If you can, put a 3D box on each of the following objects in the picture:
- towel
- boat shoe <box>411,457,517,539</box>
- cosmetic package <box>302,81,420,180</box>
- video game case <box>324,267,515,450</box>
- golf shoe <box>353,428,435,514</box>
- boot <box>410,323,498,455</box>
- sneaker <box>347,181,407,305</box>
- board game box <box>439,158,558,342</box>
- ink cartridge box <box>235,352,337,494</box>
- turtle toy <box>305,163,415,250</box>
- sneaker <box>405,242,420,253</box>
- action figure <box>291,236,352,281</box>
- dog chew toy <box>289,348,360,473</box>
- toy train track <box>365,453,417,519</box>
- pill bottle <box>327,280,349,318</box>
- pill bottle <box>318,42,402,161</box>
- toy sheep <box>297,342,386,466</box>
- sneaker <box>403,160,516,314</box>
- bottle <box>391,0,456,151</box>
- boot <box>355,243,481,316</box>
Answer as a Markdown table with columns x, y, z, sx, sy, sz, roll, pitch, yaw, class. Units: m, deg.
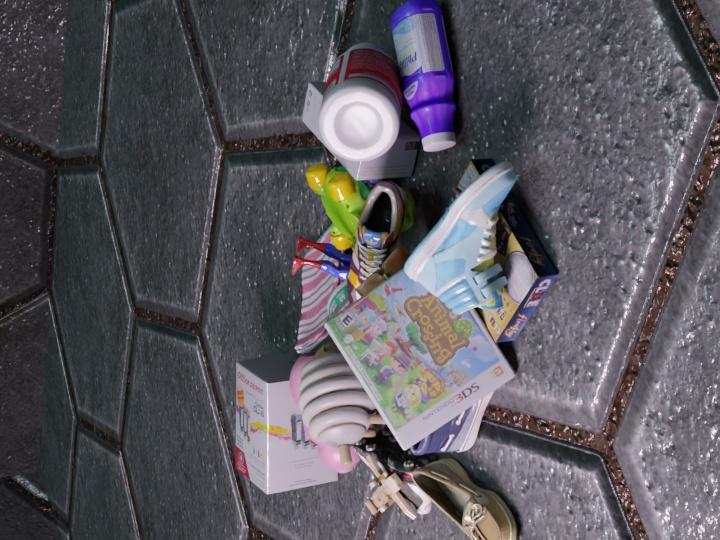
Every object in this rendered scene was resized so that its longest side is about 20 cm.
| x | y | z | sx | sy | sz | roll | pitch | yaw | class |
| --- | --- | --- | --- | --- | --- | --- | --- | --- | --- |
| -0.066 | 0.023 | 1.936 | 0.146 | 0.029 | 0.203 | 136 | 142 | -53 | towel |
| 0.145 | 0.329 | 1.622 | 0.201 | 0.062 | 0.074 | 43 | 131 | 51 | boat shoe |
| -0.002 | -0.214 | 1.762 | 0.200 | 0.100 | 0.075 | 53 | 139 | 46 | cosmetic package |
| 0.078 | 0.104 | 1.544 | 0.202 | 0.181 | 0.022 | 57 | -176 | 3 | video game case |
| 0.046 | 0.305 | 1.794 | 0.199 | 0.076 | 0.090 | 24 | 125 | 60 | golf shoe |
| 0.126 | 0.168 | 1.598 | 0.073 | 0.089 | 0.203 | 44 | 130 | 51 | boot |
| 0.017 | -0.025 | 1.634 | 0.090 | 0.074 | 0.204 | 4 | -85 | -78 | sneaker |
| 0.175 | -0.027 | 1.533 | 0.202 | 0.034 | 0.136 | 65 | 146 | 32 | board game box |
| -0.129 | 0.261 | 2.035 | 0.145 | 0.143 | 0.204 | 20 | 112 | 59 | ink cartridge box |
| 0.008 | -0.098 | 1.758 | 0.199 | 0.100 | 0.147 | 29 | 145 | 57 | turtle toy |
| 0.107 | 0.059 | 1.647 | 0.072 | 0.072 | 0.203 | -11 | 93 | 29 | sneaker |
| 0.000 | 0.000 | 1.717 | 0.052 | 0.197 | 0.066 | 102 | 179 | -46 | action figure |
| -0.045 | 0.231 | 1.908 | 0.124 | 0.123 | 0.203 | -2 | 100 | 61 | dog chew toy |
| 0.029 | 0.346 | 1.771 | 0.115 | 0.032 | 0.200 | 51 | 160 | 12 | toy train track |
| 0.036 | 0.108 | 1.734 | 0.201 | 0.112 | 0.114 | 60 | 143 | 37 | pill bottle |
| 0.004 | -0.244 | 1.632 | 0.201 | 0.110 | 0.114 | -82 | 5 | -59 | pill bottle |
| -0.031 | 0.201 | 1.777 | 0.138 | 0.136 | 0.202 | 121 | 144 | -48 | toy sheep |
| 0.158 | -0.030 | 1.465 | 0.131 | 0.079 | 0.201 | 45 | 118 | 13 | sneaker |
| 0.092 | -0.268 | 1.611 | 0.083 | 0.064 | 0.204 | 154 | 108 | -67 | bottle |
| 0.048 | 0.079 | 1.591 | 0.154 | 0.201 | 0.074 | 41 | 177 | -3 | boot |
